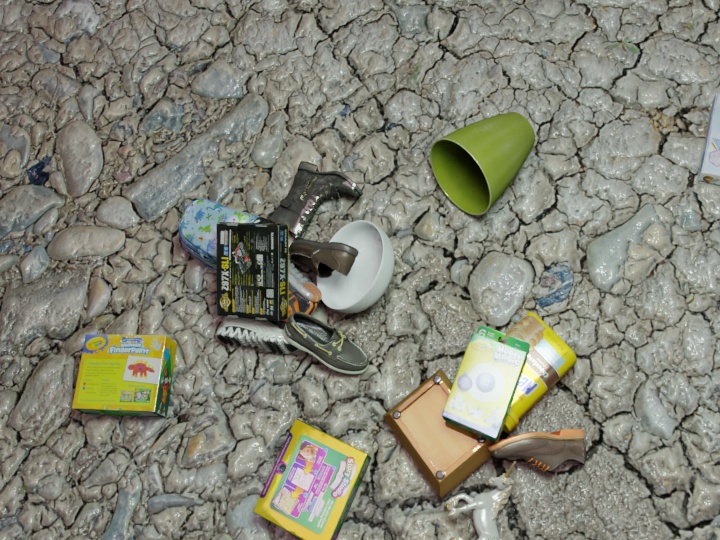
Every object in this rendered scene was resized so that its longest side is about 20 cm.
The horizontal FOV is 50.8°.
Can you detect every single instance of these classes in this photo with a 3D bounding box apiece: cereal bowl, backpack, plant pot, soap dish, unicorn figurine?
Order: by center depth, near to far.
[{"bbox_3d":[0.232,0.470,1.453,0.134,0.074,0.205,-3,83,-1],"label":"unicorn figurine"},{"bbox_3d":[0.158,0.318,1.512,0.156,0.081,0.201,-37,67,-4],"label":"soap dish"},{"bbox_3d":[0.000,0.000,1.645,0.197,0.083,0.205,-21,57,36],"label":"cereal bowl"},{"bbox_3d":[0.285,-0.256,1.670,0.199,0.189,0.187,-37,66,-21],"label":"plant pot"},{"bbox_3d":[-0.319,-0.079,1.736,0.197,0.154,0.166,23,81,31],"label":"backpack"}]

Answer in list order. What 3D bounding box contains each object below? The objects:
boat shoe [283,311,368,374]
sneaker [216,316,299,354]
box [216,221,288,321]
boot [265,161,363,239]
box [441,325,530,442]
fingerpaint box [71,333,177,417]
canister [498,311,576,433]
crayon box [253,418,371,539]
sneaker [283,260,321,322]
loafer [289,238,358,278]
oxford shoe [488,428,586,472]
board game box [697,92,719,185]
[{"bbox_3d":[-0.068,0.153,1.602,0.198,0.061,0.072,25,47,0],"label":"boat shoe"},{"bbox_3d":[-0.217,0.130,1.666,0.195,0.076,0.083,10,62,14],"label":"sneaker"},{"bbox_3d":[-0.231,0.001,1.620,0.156,0.049,0.205,3,96,25],"label":"box"},{"bbox_3d":[-0.106,-0.148,1.756,0.197,0.069,0.177,20,77,25],"label":"boot"},{"bbox_3d":[0.245,0.210,1.461,0.115,0.049,0.203,18,73,18],"label":"box"},{"bbox_3d":[-0.519,0.232,1.681,0.195,0.074,0.171,-1,70,10],"label":"fingerpaint box"},{"bbox_3d":[0.317,0.200,1.525,0.199,0.087,0.149,-42,67,-8],"label":"canister"},{"bbox_3d":[-0.095,0.431,1.531,0.169,0.058,0.203,22,75,17],"label":"crayon box"},{"bbox_3d":[-0.180,0.041,1.669,0.200,0.077,0.113,43,113,26],"label":"sneaker"},{"bbox_3d":[-0.091,-0.023,1.631,0.198,0.072,0.073,2,74,48],"label":"loafer"},{"bbox_3d":[0.342,0.348,1.452,0.195,0.071,0.075,-4,72,-8],"label":"oxford shoe"},{"bbox_3d":[0.842,-0.268,1.623,0.196,0.041,0.203,15,73,16],"label":"board game box"}]
